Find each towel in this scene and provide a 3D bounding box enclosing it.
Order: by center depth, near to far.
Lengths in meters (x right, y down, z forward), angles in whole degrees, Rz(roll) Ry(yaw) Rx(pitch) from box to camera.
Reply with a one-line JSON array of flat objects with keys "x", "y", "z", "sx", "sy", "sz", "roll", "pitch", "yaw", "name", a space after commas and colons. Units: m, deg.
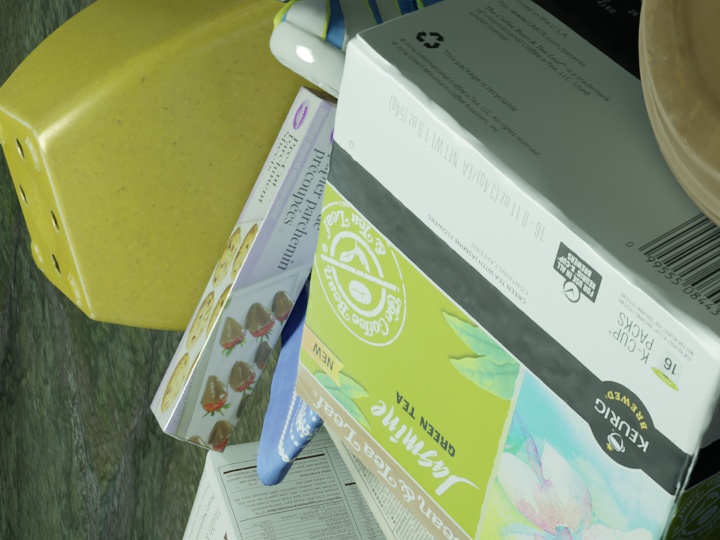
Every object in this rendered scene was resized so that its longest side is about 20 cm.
[{"x": 0.000, "y": 0.000, "z": 0.915, "sx": 0.200, "sy": 0.024, "sz": 0.145, "roll": -57, "pitch": 14, "yaw": 36, "name": "towel"}]

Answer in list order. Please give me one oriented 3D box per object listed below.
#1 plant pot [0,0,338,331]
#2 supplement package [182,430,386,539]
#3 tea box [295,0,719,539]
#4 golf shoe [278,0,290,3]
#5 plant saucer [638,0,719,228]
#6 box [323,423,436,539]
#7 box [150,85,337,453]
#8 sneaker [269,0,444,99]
[{"x": -0.100, "y": -0.068, "z": 1.072, "sx": 0.194, "sy": 0.199, "sz": 0.197, "roll": 30, "pitch": 139, "yaw": 62, "name": "plant pot"}, {"x": -0.013, "y": 0.229, "z": 1.083, "sx": 0.192, "sy": 0.146, "sz": 0.201, "roll": 109, "pitch": 146, "yaw": -47, "name": "supplement package"}, {"x": 0.092, "y": 0.018, "z": 0.719, "sx": 0.200, "sy": 0.133, "sz": 0.198, "roll": 43, "pitch": 142, "yaw": 32, "name": "tea box"}, {"x": -0.017, "y": -0.239, "z": 0.956, "sx": 0.092, "sy": 0.073, "sz": 0.201, "roll": 13, "pitch": 95, "yaw": 22, "name": "golf shoe"}, {"x": 0.165, "y": -0.099, "z": 0.580, "sx": 0.199, "sy": 0.029, "sz": 0.201, "roll": -20, "pitch": 60, "yaw": 40, "name": "plant saucer"}, {"x": 0.053, "y": 0.094, "z": 0.941, "sx": 0.095, "sy": 0.077, "sz": 0.200, "roll": -60, "pitch": 39, "yaw": 29, "name": "box"}, {"x": -0.053, "y": 0.000, "z": 0.988, "sx": 0.201, "sy": 0.039, "sz": 0.041, "roll": -64, "pitch": 25, "yaw": 8, "name": "box"}, {"x": 0.030, "y": -0.129, "z": 0.783, "sx": 0.075, "sy": 0.200, "sz": 0.105, "roll": 31, "pitch": 110, "yaw": 12, "name": "sneaker"}]
